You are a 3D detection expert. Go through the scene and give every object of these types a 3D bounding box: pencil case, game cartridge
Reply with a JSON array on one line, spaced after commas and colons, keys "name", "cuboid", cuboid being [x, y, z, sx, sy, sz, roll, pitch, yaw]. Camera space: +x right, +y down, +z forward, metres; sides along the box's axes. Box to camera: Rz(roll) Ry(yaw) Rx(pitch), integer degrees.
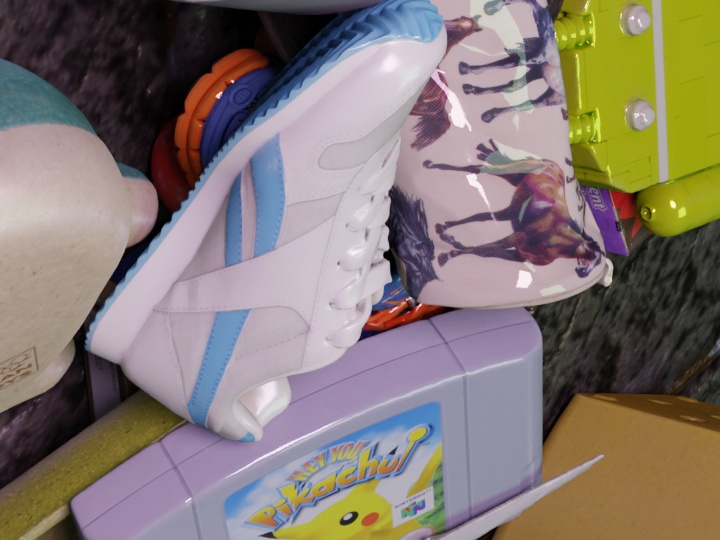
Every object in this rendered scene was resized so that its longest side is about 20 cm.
[{"name": "pencil case", "cuboid": [0.040, -0.082, 0.915, 0.089, 0.078, 0.200, -14, 102, -13]}, {"name": "game cartridge", "cuboid": [-0.015, 0.088, 1.005, 0.200, 0.040, 0.133, -25, 141, -14]}]

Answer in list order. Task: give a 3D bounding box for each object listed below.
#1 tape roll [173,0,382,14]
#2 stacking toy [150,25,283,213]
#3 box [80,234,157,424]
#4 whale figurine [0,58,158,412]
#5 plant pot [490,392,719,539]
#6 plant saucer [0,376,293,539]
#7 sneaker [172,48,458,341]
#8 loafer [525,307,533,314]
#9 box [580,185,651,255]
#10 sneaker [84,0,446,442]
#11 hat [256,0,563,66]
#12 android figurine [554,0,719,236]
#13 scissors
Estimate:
[{"name": "tape roll", "cuboid": [-0.031, -0.186, 0.821, 0.066, 0.200, 0.200, -4, 116, -54]}, {"name": "stacking toy", "cuboid": [-0.008, -0.090, 1.046, 0.200, 0.085, 0.085, -45, 144, -16]}, {"name": "box", "cuboid": [-0.040, 0.012, 1.111, 0.200, 0.032, 0.121, -37, 140, -36]}, {"name": "whale figurine", "cuboid": [-0.152, -0.007, 0.896, 0.159, 0.104, 0.200, -28, 161, -12]}, {"name": "plant pot", "cuboid": [0.189, 0.168, 1.416, 0.200, 0.200, 0.177, 4, 98, -56]}, {"name": "plant saucer", "cuboid": [-0.089, 0.119, 1.056, 0.200, 0.048, 0.200, -36, 146, 3]}, {"name": "sneaker", "cuboid": [0.000, 0.000, 0.997, 0.075, 0.078, 0.200, -48, 130, -7]}, {"name": "loafer", "cuboid": [0.055, 0.009, 1.164, 0.200, 0.073, 0.071, -30, 133, -63]}, {"name": "box", "cuboid": [0.164, -0.120, 1.265, 0.200, 0.039, 0.137, -42, 126, -30]}, {"name": "sneaker", "cuboid": [-0.019, -0.019, 0.889, 0.200, 0.081, 0.077, -51, -177, 39]}, {"name": "hat", "cuboid": [-0.001, -0.160, 0.980, 0.201, 0.081, 0.201, -4, 96, -39]}, {"name": "android figurine", "cuboid": [0.151, -0.108, 1.200, 0.200, 0.041, 0.182, -18, 111, -42]}, {"name": "scissors", "cuboid": [0.013, 0.122, 1.026, 0.200, 0.014, 0.073, -37, 135, -2]}]
